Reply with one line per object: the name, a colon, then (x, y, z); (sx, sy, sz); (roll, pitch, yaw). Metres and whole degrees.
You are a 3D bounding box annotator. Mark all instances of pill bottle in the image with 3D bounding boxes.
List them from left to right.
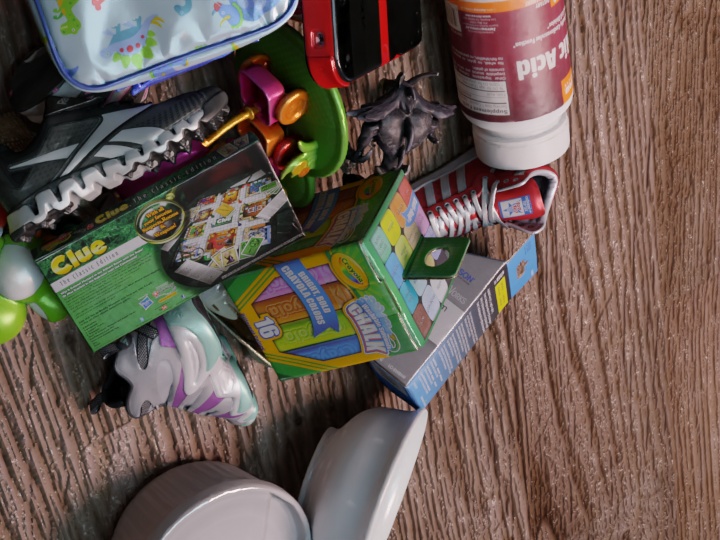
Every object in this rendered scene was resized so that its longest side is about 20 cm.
pill bottle: (0.147, -0.207, 1.482); (0.114, 0.114, 0.201); (-29, 127, -25)

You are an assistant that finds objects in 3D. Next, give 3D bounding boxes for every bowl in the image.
bowl: (-0.006, 0.220, 1.556); (0.201, 0.090, 0.202); (21, 90, -81)

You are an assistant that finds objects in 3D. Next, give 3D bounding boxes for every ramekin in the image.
ramekin: (-0.154, 0.279, 1.489); (0.202, 0.094, 0.203); (-17, 120, -32)

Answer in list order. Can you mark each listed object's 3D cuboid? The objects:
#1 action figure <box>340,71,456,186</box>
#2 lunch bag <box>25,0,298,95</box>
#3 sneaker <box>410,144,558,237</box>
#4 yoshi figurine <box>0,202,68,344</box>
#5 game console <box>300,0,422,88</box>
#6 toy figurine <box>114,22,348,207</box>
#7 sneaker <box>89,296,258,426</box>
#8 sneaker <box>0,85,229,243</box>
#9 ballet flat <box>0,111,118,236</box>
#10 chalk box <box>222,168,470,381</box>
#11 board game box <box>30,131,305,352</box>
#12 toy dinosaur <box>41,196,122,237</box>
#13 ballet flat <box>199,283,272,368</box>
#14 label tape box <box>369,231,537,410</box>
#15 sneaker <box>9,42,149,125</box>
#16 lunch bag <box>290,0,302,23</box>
action figure: (0.014, -0.118, 1.430); (0.118, 0.102, 0.201); (-9, 132, -33)
lunch bag: (-0.155, -0.226, 1.148); (0.199, 0.082, 0.161); (-21, 100, -6)
sneaker: (0.110, -0.057, 1.525); (0.200, 0.112, 0.071); (-38, 130, -18)
yoshi figurine: (-0.319, -0.008, 1.200); (0.200, 0.112, 0.113); (45, 41, -34)
game console: (0.001, -0.262, 1.249); (0.177, 0.031, 0.201); (-40, 132, -56)
toy figurine: (-0.129, -0.093, 1.295); (0.184, 0.150, 0.200); (-31, 151, -28)
sneaker: (-0.183, 0.105, 1.406); (0.140, 0.078, 0.200); (-27, 141, -3)
sneaker: (-0.200, -0.106, 1.174); (0.200, 0.066, 0.091); (-30, 89, -3)
ballet flat: (-0.236, -0.054, 1.248); (0.200, 0.070, 0.065); (48, 58, -22)
chalk box: (0.000, 0.000, 1.370); (0.124, 0.199, 0.125); (60, 32, -24)
board game box: (-0.152, -0.022, 1.221); (0.199, 0.023, 0.105); (-28, 129, -5)
toy dinosaur: (-0.208, -0.043, 1.312); (0.200, 0.060, 0.107); (-32, 126, -23)
ballet flat: (-0.106, 0.032, 1.429); (0.067, 0.062, 0.200); (-49, 132, -6)
label tape box: (0.094, 0.039, 1.553); (0.200, 0.063, 0.144); (-50, 165, -8)
sneaker: (-0.195, -0.183, 1.249); (0.200, 0.080, 0.086); (-43, 137, -7)
lunch bag: (-0.032, -0.298, 1.287); (0.200, 0.082, 0.177); (0, 99, -59)
